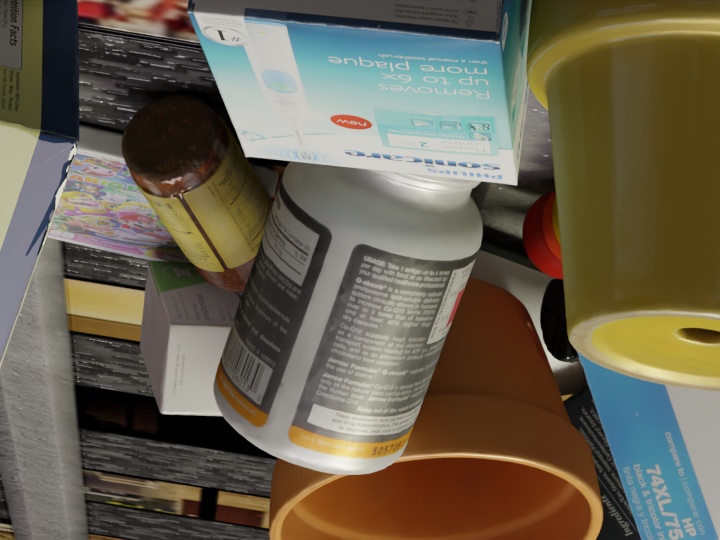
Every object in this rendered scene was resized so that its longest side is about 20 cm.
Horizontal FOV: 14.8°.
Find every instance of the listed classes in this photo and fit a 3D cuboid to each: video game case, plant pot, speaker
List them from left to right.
[{"bbox_3d":[-0.144,-0.045,1.767,0.142,0.018,0.200,13,163,-13],"label":"video game case"},{"bbox_3d":[0.041,0.096,1.676,0.199,0.141,0.200,-3,148,-2],"label":"plant pot"},{"bbox_3d":[0.064,0.017,1.760,0.199,0.082,0.081,19,160,-32],"label":"speaker"},{"bbox_3d":[0.171,-0.051,1.291,0.199,0.190,0.201,8,163,2],"label":"plant pot"}]

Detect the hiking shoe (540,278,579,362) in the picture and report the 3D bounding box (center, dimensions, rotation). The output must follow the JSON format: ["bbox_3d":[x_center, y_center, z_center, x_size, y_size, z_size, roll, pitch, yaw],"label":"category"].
[{"bbox_3d":[0.210,0.012,1.667,0.199,0.076,0.100,-11,170,35],"label":"hiking shoe"}]

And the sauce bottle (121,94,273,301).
[{"bbox_3d":[-0.082,-0.029,1.656,0.066,0.066,0.200,3,152,18],"label":"sauce bottle"}]

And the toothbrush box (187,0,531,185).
[{"bbox_3d":[0.006,-0.118,1.334,0.145,0.086,0.200,7,165,7],"label":"toothbrush box"}]

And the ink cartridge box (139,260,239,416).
[{"bbox_3d":[-0.038,0.047,1.821,0.199,0.068,0.117,3,-160,-13],"label":"ink cartridge box"}]

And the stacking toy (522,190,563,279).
[{"bbox_3d":[0.142,-0.030,1.575,0.085,0.086,0.200,12,167,-12],"label":"stacking toy"}]

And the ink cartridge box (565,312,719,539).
[{"bbox_3d":[0.244,0.049,1.508,0.199,0.147,0.147,-17,-176,27],"label":"ink cartridge box"}]

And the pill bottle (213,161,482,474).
[{"bbox_3d":[0.000,0.000,1.504,0.116,0.201,0.117,17,-158,-7],"label":"pill bottle"}]

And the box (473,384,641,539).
[{"bbox_3d":[0.182,0.126,1.822,0.200,0.107,0.148,-36,168,-5],"label":"box"}]

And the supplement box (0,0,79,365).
[{"bbox_3d":[-0.267,-0.052,1.446,0.199,0.135,0.201,13,125,-15],"label":"supplement box"}]
